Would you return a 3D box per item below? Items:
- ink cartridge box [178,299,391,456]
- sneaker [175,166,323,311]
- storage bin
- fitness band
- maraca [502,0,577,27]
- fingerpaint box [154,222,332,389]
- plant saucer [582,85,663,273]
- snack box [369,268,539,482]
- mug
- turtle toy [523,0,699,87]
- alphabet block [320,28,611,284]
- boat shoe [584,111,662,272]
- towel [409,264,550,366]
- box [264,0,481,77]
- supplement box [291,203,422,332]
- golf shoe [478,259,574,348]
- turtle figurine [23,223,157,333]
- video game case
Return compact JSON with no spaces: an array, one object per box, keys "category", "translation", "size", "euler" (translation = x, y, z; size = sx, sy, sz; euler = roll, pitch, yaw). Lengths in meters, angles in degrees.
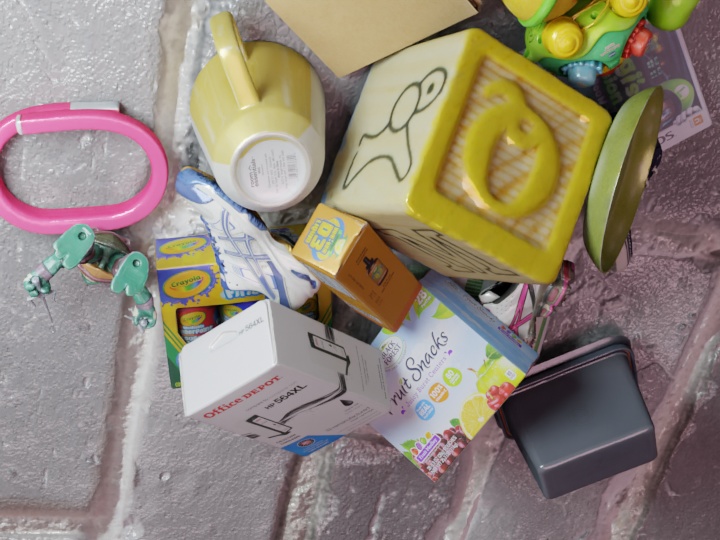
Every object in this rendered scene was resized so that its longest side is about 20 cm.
[{"category":"ink cartridge box","translation":[-0.084,0.125,1.299],"size":[0.145,0.085,0.199],"euler":[-31,143,29]},{"category":"sneaker","translation":[-0.132,-0.023,1.240],"size":[0.200,0.075,0.088],"euler":[42,96,-18]},{"category":"storage bin","translation":[0.283,0.203,1.494],"size":[0.197,0.135,0.146],"euler":[-20,138,2]},{"category":"fitness band","translation":[-0.306,-0.108,1.248],"size":[0.197,0.038,0.146],"euler":[-4,122,-8]},{"category":"maraca","translation":[0.184,-0.336,1.126],"size":[0.105,0.137,0.203],"euler":[11,85,-16]},{"category":"fingerpaint box","translation":[-0.133,0.041,1.354],"size":[0.197,0.074,0.169],"euler":[-6,122,-9]},{"category":"plant saucer","translation":[0.271,-0.098,1.213],"size":[0.031,0.200,0.203],"euler":[18,123,20]},{"category":"snack box","translation":[0.089,0.126,1.396],"size":[0.168,0.068,0.201],"euler":[41,120,7]},{"category":"mug","translation":[-0.113,-0.148,1.195],"size":[0.186,0.154,0.150],"euler":[34,111,-27]},{"category":"turtle toy","translation":[0.258,-0.263,1.202],"size":[0.198,0.146,0.102],"euler":[-30,119,7]},{"category":"alphabet block","translation":[0.104,-0.110,1.196],"size":[0.194,0.199,0.198],"euler":[24,83,-25]},{"category":"boat shoe","translation":[0.309,-0.095,1.339],"size":[0.092,0.075,0.202],"euler":[-23,125,-4]},{"category":"towel","translation":[0.142,0.066,1.460],"size":[0.197,0.023,0.154],"euler":[5,120,-13]},{"category":"box","translation":[-0.003,-0.281,1.148],"size":[0.198,0.021,0.163],"euler":[-17,132,42]},{"category":"supplement box","translation":[0.000,0.000,1.249],"size":[0.067,0.068,0.200],"euler":[-59,155,-8]},{"category":"golf shoe","translation":[0.177,0.054,1.407],"size":[0.091,0.073,0.202],"euler":[22,119,-8]},{"category":"turtle figurine","translation":[-0.287,0.004,1.258],"size":[0.147,0.200,0.102],"euler":[9,77,-15]},{"category":"video game case","translation":[0.291,-0.205,1.322],"size":[0.180,0.023,0.201],"euler":[-28,123,6]}]
